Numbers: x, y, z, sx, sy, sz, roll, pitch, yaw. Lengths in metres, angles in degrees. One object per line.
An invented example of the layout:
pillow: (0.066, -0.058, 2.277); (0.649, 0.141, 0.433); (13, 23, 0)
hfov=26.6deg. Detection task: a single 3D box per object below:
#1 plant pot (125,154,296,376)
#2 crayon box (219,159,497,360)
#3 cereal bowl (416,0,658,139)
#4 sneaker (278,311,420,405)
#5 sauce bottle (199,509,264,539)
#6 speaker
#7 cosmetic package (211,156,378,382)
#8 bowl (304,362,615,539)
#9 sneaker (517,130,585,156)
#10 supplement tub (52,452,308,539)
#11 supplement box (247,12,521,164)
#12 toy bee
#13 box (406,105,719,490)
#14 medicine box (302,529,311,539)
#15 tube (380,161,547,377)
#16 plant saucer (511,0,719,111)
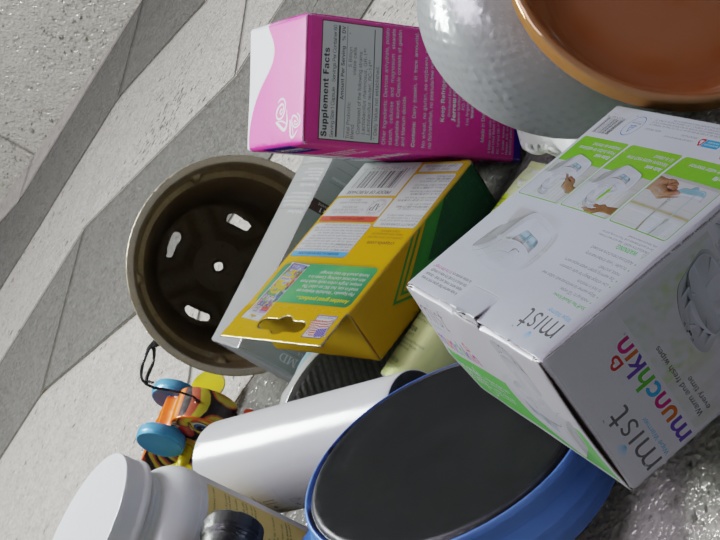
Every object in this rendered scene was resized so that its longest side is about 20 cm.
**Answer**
plant pot: (-0.127, -0.004, 1.462); (0.201, 0.200, 0.183); (-62, 9, -5)
crayon box: (0.000, 0.000, 1.165); (0.126, 0.052, 0.200); (3, 46, 49)
cereal bowl: (0.139, -0.193, 1.024); (0.083, 0.199, 0.201); (104, -177, -62)
sneaker: (-0.013, 0.068, 1.241); (0.200, 0.074, 0.082); (-55, 17, -18)
sauce bottle: (-0.098, 0.241, 0.926); (0.065, 0.065, 0.200); (-41, 29, 42)
speaker: (-0.028, 0.130, 1.103); (0.200, 0.081, 0.081); (-19, 44, 39)
cosmetic package: (-0.033, 0.000, 1.321); (0.200, 0.107, 0.090); (-66, 21, -9)
bowl: (0.057, 0.120, 0.915); (0.200, 0.039, 0.201); (-23, 24, 11)
sneaker: (0.154, -0.112, 1.109); (0.200, 0.074, 0.087); (-96, 24, -61)
supplement tub: (-0.110, 0.226, 1.070); (0.145, 0.200, 0.146); (-48, 24, 30)
supplement box: (0.021, -0.139, 1.203); (0.101, 0.199, 0.104); (2, 88, 61)
toy bee: (-0.157, 0.152, 1.448); (0.200, 0.108, 0.131); (99, -173, -78)
box: (0.144, 0.004, 0.839); (0.176, 0.097, 0.200); (-41, 20, -7)
medicine box: (-0.024, 0.292, 0.923); (0.182, 0.103, 0.200); (-55, 21, 15)
tube: (0.087, 0.005, 1.120); (0.058, 0.052, 0.200); (32, 88, 31)
plant saucer: (0.188, -0.179, 0.950); (0.037, 0.199, 0.201); (95, -168, -61)
